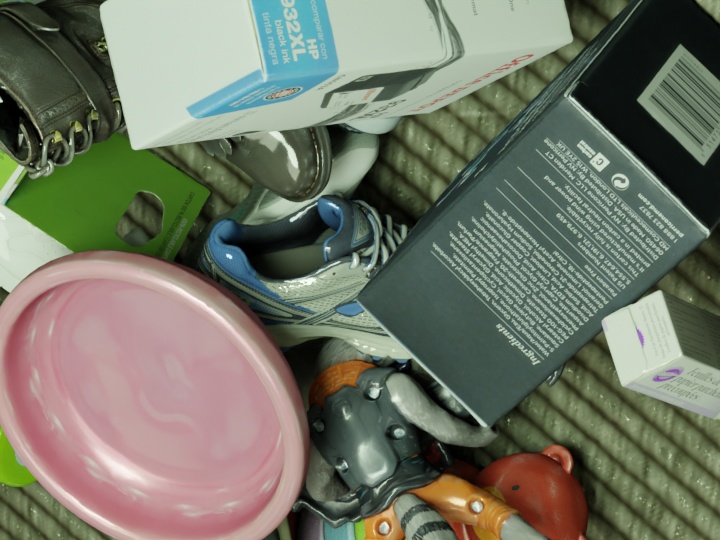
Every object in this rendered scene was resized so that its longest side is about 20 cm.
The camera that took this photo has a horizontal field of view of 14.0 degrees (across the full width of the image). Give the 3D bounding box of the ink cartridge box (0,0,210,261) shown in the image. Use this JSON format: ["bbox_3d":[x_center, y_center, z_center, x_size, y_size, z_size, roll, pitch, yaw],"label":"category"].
[{"bbox_3d":[-0.170,-0.094,1.707,0.199,0.148,0.076,34,120,-6],"label":"ink cartridge box"}]

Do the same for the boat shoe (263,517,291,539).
[{"bbox_3d":[-0.080,0.121,1.751,0.071,0.062,0.201,-20,78,36],"label":"boat shoe"}]

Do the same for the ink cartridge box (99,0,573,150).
[{"bbox_3d":[-0.012,-0.129,1.541,0.145,0.199,0.084,-23,79,55],"label":"ink cartridge box"}]

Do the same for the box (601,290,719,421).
[{"bbox_3d":[0.194,0.053,1.587,0.039,0.200,0.042,-28,67,24],"label":"box"}]

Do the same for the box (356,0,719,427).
[{"bbox_3d":[0.116,-0.037,1.591,0.107,0.149,0.200,43,130,-2],"label":"box"}]

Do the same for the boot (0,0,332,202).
[{"bbox_3d":[-0.128,-0.086,1.588,0.200,0.174,0.069,42,128,10],"label":"boot"}]

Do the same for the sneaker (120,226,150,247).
[{"bbox_3d":[-0.140,0.048,1.811,0.082,0.077,0.200,44,153,16],"label":"sneaker"}]

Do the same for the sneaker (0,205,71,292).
[{"bbox_3d":[-0.219,-0.063,1.809,0.080,0.076,0.200,-34,102,29],"label":"sneaker"}]

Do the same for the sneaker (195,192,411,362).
[{"bbox_3d":[0.000,0.000,1.673,0.199,0.077,0.085,-5,136,-14],"label":"sneaker"}]

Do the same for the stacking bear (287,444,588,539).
[{"bbox_3d":[0.044,0.161,1.784,0.199,0.114,0.122,-15,73,29],"label":"stacking bear"}]

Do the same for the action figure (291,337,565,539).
[{"bbox_3d":[0.043,0.103,1.690,0.200,0.105,0.194,-39,66,9],"label":"action figure"}]

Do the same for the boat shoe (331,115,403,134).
[{"bbox_3d":[-0.065,-0.126,1.687,0.200,0.071,0.091,39,131,10],"label":"boat shoe"}]

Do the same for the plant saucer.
[{"bbox_3d":[-0.115,0.069,1.665,0.199,0.051,0.202,14,127,18],"label":"plant saucer"}]

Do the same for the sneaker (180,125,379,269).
[{"bbox_3d":[-0.036,-0.023,1.744,0.080,0.071,0.200,32,134,-13],"label":"sneaker"}]

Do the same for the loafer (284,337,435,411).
[{"bbox_3d":[-0.025,0.070,1.795,0.199,0.063,0.072,-16,101,16],"label":"loafer"}]

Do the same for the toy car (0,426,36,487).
[{"bbox_3d":[-0.295,0.035,1.853,0.164,0.157,0.201,20,121,44],"label":"toy car"}]
